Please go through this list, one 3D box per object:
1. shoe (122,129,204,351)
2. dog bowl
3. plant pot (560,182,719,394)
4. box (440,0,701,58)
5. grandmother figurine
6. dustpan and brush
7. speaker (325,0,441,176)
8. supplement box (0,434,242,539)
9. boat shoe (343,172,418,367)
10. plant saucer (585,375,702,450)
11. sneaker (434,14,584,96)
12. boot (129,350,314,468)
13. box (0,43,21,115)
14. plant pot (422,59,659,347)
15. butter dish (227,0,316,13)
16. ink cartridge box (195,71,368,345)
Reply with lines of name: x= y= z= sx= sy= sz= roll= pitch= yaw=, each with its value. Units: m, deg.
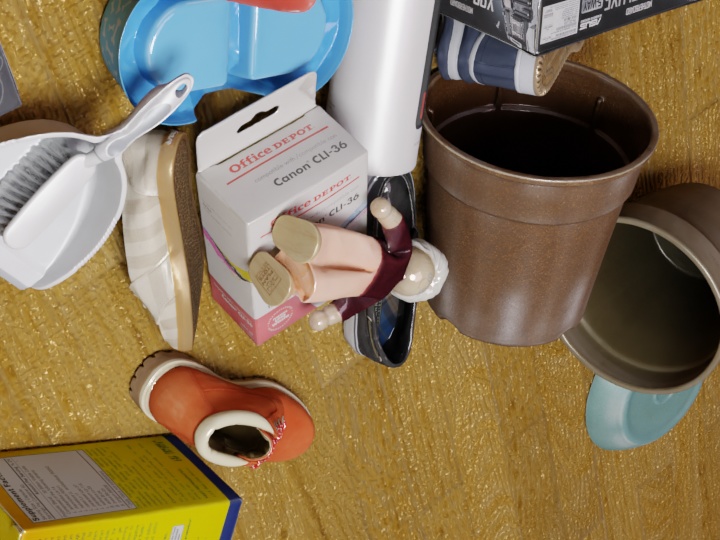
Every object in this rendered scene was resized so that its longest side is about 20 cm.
shoe: x=-0.152 y=-0.022 z=1.038 sx=0.053 sy=0.070 sz=0.200 roll=2 pitch=128 yaw=4
dog bowl: x=-0.098 y=-0.173 z=0.990 sx=0.200 sy=0.050 sz=0.112 roll=-16 pitch=125 yaw=-35
plant pot: x=0.312 y=-0.003 z=1.391 sx=0.174 sy=0.200 sz=0.200 roll=-39 pitch=138 yaw=-41
box: x=0.158 y=-0.242 z=1.102 sx=0.200 sy=0.158 sz=0.050 roll=-23 pitch=129 yaw=-32
grandmother figurine: x=0.000 y=0.000 z=1.065 sx=0.200 sy=0.061 sz=0.121 roll=2 pitch=136 yaw=-53
dustpan and brush: x=-0.195 y=-0.071 z=0.934 sx=0.200 sy=0.057 sz=0.140 roll=-46 pitch=137 yaw=1
speaker: x=0.018 y=-0.177 z=1.071 sx=0.081 sy=0.081 sz=0.200 roll=-13 pitch=122 yaw=-37
supplement box: x=-0.213 y=0.209 z=1.079 sx=0.200 sy=0.109 sz=0.110 roll=0 pitch=115 yaw=-42
boat shoe: x=0.026 y=-0.003 z=1.198 sx=0.070 sy=0.066 sz=0.200 roll=-14 pitch=124 yaw=-37
plant saucer: x=0.345 y=0.131 z=1.600 sx=0.200 sy=0.036 sz=0.200 roll=-22 pitch=128 yaw=-31
sneaker: x=0.130 y=-0.212 z=1.171 sx=0.200 sy=0.108 sz=0.070 roll=-53 pitch=147 yaw=-52
boot: x=-0.093 y=0.136 z=1.149 sx=0.200 sy=0.107 sz=0.075 roll=24 pitch=96 yaw=-49
box: x=-0.316 y=-0.112 z=0.772 sx=0.200 sy=0.122 sz=0.106 roll=-32 pitch=133 yaw=-24
plant pot: x=0.140 y=-0.054 z=1.190 sx=0.200 sy=0.200 sz=0.198 roll=-23 pitch=136 yaw=-31
butter dish: x=-0.087 y=-0.286 z=0.856 sx=0.148 sy=0.199 sz=0.200 roll=-48 pitch=144 yaw=-44
ink cartridge box: x=-0.058 y=-0.045 z=1.055 sx=0.116 sy=0.067 sz=0.200 roll=-34 pitch=150 yaw=-22
